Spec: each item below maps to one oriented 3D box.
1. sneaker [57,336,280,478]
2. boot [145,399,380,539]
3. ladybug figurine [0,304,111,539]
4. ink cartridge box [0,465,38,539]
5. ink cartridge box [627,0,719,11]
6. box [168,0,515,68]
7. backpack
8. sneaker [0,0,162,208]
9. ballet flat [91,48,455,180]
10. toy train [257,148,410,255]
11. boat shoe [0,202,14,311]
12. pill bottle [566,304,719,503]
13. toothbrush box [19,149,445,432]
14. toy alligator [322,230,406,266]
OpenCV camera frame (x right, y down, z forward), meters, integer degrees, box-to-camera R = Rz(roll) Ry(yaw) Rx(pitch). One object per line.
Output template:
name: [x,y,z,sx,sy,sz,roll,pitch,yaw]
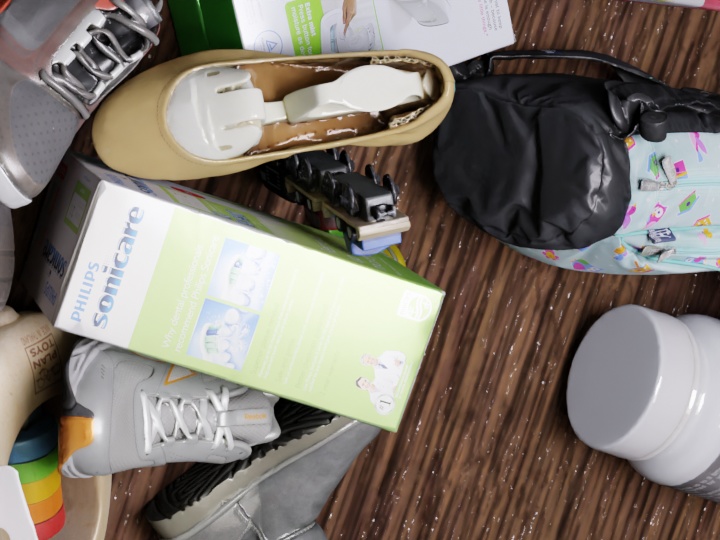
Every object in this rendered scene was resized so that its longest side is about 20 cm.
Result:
sneaker: [-0.100,0.075,1.287,0.092,0.200,0.076,6,95,15]
boot: [-0.015,0.180,1.422,0.181,0.073,0.200,-33,108,1]
ladybug figurine: [-0.196,0.110,1.295,0.136,0.072,0.201,-31,127,-54]
ink cartridge box: [-0.264,0.174,1.220,0.199,0.067,0.118,-9,108,16]
ink cartridge box: [0.161,-0.233,1.390,0.200,0.083,0.146,-6,106,-63]
box: [-0.022,-0.203,1.338,0.176,0.097,0.201,-22,109,-25]
backpack: [0.156,-0.061,1.444,0.199,0.167,0.127,1,108,-43]
sneaker: [-0.150,-0.124,1.241,0.077,0.082,0.201,54,40,-47]
ballet flat: [-0.044,-0.092,1.258,0.199,0.063,0.069,-11,88,-15]
toy train: [-0.020,-0.045,1.309,0.034,0.200,0.046,-11,107,-17]
boat shoe: [-0.226,-0.066,1.254,0.074,0.073,0.201,37,53,-58]
pill bottle: [0.239,0.094,1.531,0.199,0.114,0.114,19,90,-31]
toothbrush box: [-0.074,0.009,1.293,0.199,0.146,0.086,17,95,-17]
toy alligator: [0.000,0.000,1.412,0.059,0.054,0.201,-25,110,-24]
